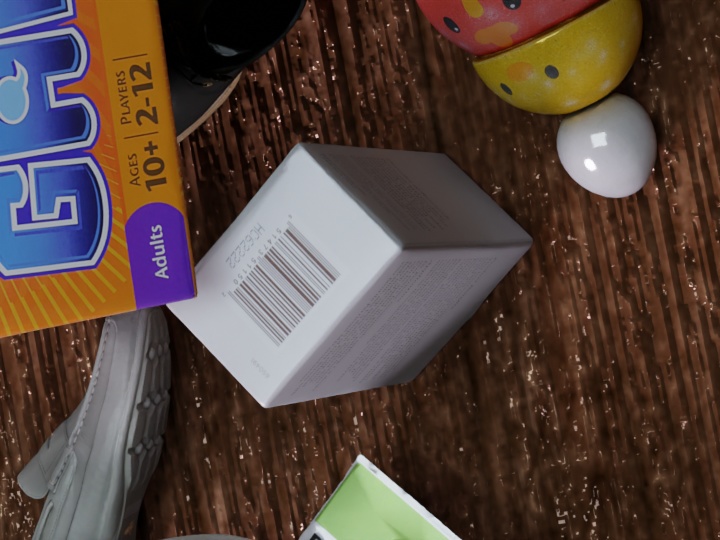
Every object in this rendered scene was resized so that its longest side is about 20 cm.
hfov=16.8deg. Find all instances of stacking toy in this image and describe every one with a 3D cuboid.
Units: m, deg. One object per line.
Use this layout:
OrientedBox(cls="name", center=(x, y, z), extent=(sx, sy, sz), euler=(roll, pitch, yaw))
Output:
OrientedBox(cls="stacking toy", center=(0.092, -0.128, 1.180), extent=(0.146, 0.146, 0.201), euler=(-26, 97, 19))

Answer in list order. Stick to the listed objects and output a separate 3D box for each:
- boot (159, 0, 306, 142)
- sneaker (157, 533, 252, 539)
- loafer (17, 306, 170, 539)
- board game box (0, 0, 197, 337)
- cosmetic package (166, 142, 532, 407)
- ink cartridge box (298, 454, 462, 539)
OrientedBox(cls="boot", center=(-0.086, -0.110, 1.209), extent=(0.077, 0.139, 0.200), euler=(31, 119, -11))
OrientedBox(cls="sneaker", center=(-0.117, 0.184, 1.221), extent=(0.199, 0.075, 0.085), euler=(-6, 98, 29))
OrientedBox(cls="loafer", center=(-0.148, 0.110, 1.287), extent=(0.069, 0.070, 0.201), euler=(15, 96, 12))
OrientedBox(cls="board game box", center=(-0.204, -0.083, 1.094), extent=(0.199, 0.200, 0.201), euler=(-12, 104, -17))
OrientedBox(cls="cosmetic package", center=(0.000, 0.000, 1.159), extent=(0.071, 0.200, 0.102), euler=(45, 105, 15))
OrientedBox(cls="ink cartridge box", center=(0.007, 0.214, 1.225), extent=(0.148, 0.076, 0.200), euler=(39, 102, 17))
